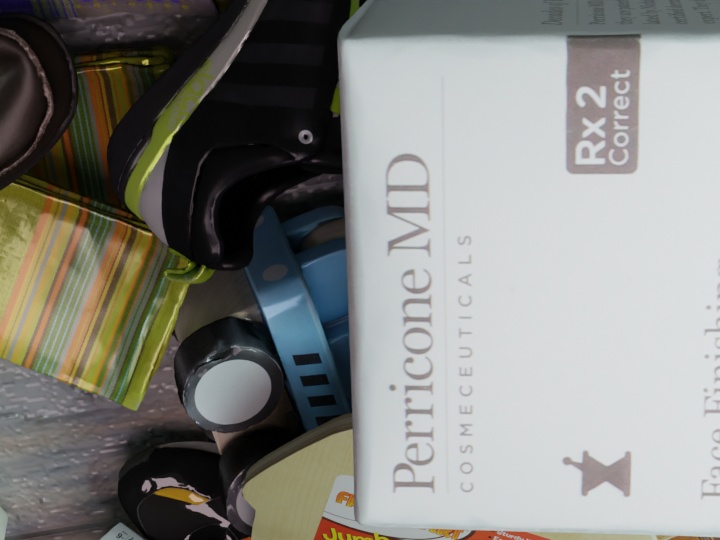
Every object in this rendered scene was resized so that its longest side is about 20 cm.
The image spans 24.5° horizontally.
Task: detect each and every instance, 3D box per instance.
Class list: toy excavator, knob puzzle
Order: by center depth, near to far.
[{"bbox_3d":[0.045,0.113,0.738,0.218,0.031,0.221,9,137,8],"label":"knob puzzle"},{"bbox_3d":[0.000,0.000,0.780,0.198,0.100,0.196,-21,124,-6],"label":"toy excavator"}]

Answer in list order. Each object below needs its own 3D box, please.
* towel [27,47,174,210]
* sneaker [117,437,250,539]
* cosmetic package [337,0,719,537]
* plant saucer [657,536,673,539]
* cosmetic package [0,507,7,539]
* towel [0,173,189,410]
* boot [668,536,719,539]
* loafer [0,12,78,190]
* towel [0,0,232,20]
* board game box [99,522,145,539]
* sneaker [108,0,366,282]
[{"bbox_3d":[-0.177,-0.051,0.757,0.198,0.018,0.087,-6,124,1],"label":"towel"},{"bbox_3d":[-0.049,0.170,0.881,0.070,0.090,0.200,-36,120,20],"label":"sneaker"},{"bbox_3d":[0.100,-0.015,0.581,0.198,0.165,0.166,0,106,7],"label":"cosmetic package"},{"bbox_3d":[0.102,0.065,0.736,0.198,0.036,0.201,2,130,3],"label":"plant saucer"},{"bbox_3d":[-0.275,0.104,0.824,0.103,0.088,0.201,-24,122,14],"label":"cosmetic package"},{"bbox_3d":[-0.176,-0.008,0.735,0.198,0.018,0.087,20,106,-6],"label":"towel"},{"bbox_3d":[0.116,0.112,0.819,0.187,0.069,0.200,-23,136,24],"label":"boot"},{"bbox_3d":[-0.207,-0.041,0.676,0.199,0.071,0.073,-27,100,2],"label":"loafer"},{"bbox_3d":[-0.155,-0.125,0.658,0.198,0.144,0.023,-2,81,1],"label":"towel"},{"bbox_3d":[-0.089,0.243,0.899,0.134,0.034,0.201,30,139,24],"label":"board game box"},{"bbox_3d":[-0.018,-0.078,0.687,0.200,0.083,0.072,-48,160,14],"label":"sneaker"}]
